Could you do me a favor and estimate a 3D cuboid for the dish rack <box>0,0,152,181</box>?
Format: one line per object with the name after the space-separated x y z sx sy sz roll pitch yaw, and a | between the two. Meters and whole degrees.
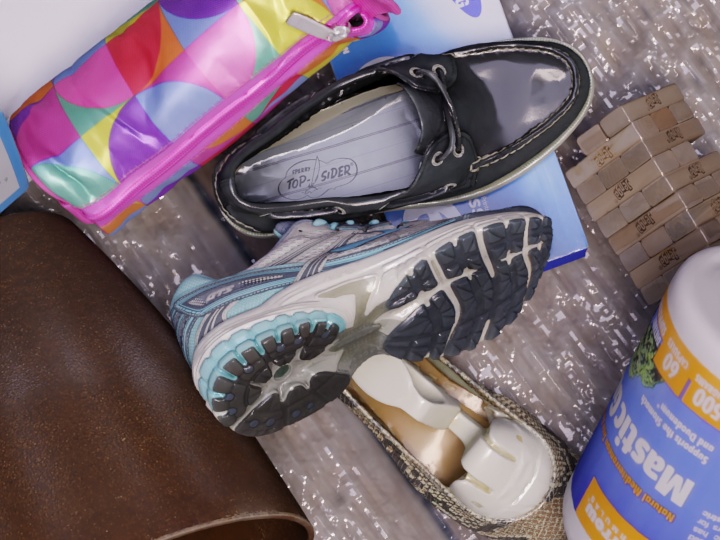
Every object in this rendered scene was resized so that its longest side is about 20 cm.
-0.183 -0.149 1.158 0.200 0.044 0.172 -36 83 -1 | dish rack

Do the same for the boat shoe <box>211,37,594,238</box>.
0.020 -0.068 1.083 0.198 0.066 0.075 -14 84 3 | boat shoe

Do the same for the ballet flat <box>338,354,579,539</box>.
0.038 0.075 1.109 0.200 0.075 0.068 40 88 5 | ballet flat

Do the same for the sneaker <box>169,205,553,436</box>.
0.000 0.000 1.063 0.199 0.078 0.086 -20 47 -23 | sneaker

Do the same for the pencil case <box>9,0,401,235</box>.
-0.079 -0.101 1.094 0.200 0.088 0.089 -36 84 13 | pencil case

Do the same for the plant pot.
-0.147 0.079 1.081 0.186 0.187 0.201 -27 70 1 | plant pot

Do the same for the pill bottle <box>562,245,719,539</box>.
0.162 0.097 1.044 0.112 0.112 0.201 26 124 5 | pill bottle

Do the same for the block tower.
0.181 0.008 1.106 0.054 0.058 0.201 -37 81 44 | block tower

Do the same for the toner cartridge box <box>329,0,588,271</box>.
0.040 -0.087 1.138 0.094 0.043 0.201 -20 84 1 | toner cartridge box

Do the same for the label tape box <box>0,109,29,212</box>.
-0.282 -0.062 1.078 0.200 0.066 0.143 35 66 26 | label tape box
